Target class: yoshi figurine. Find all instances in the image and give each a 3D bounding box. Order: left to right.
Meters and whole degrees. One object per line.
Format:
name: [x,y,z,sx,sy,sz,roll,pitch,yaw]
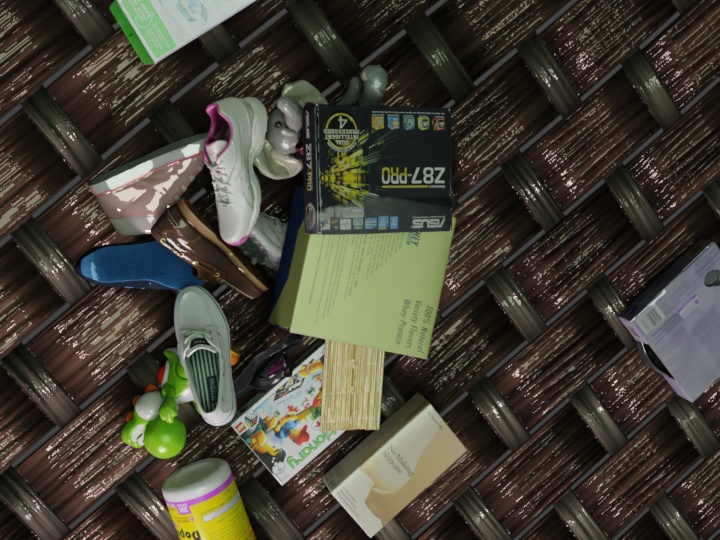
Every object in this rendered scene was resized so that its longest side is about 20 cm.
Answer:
yoshi figurine: [-0.250,0.187,1.626,0.112,0.112,0.200,41,90,-23]

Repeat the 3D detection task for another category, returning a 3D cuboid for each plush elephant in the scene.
plush elephant: [-0.063,-0.196,1.587,0.153,0.200,0.166,16,71,-4]

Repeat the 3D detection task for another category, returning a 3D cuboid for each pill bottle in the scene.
pill bottle: [-0.209,0.383,1.666,0.103,0.104,0.202,-21,103,-10]

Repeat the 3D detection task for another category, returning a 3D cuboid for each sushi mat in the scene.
sushi mat: [-0.009,0.139,1.691,0.095,0.012,0.203,2,96,-16]

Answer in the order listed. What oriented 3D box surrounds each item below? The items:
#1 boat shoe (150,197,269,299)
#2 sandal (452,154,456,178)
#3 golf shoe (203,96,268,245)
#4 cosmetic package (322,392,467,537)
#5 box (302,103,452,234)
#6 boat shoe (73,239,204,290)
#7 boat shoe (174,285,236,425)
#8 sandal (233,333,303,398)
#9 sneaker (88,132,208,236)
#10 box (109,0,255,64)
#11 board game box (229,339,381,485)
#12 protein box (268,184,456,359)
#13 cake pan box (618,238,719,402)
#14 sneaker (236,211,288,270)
boat shoe: [-0.209,-0.019,1.595,0.070,0.071,0.200,-42,125,4]
sandal: [0.064,-0.105,1.691,0.082,0.054,0.201,43,72,-16]
golf shoe: [-0.180,-0.135,1.543,0.091,0.075,0.203,-1,96,-51]
cosmetic package: [0.052,0.293,1.736,0.200,0.071,0.105,-42,106,-5]
box: [0.023,-0.128,1.464,0.198,0.049,0.163,-2,95,-27]
boat shoe: [-0.302,-0.014,1.595,0.198,0.068,0.085,9,82,-38]
boat shoe: [-0.209,0.107,1.549,0.073,0.067,0.202,-20,72,0]
sandal: [-0.127,0.144,1.612,0.075,0.200,0.048,-26,78,-37]
sneaker: [-0.265,-0.115,1.591,0.199,0.075,0.106,-25,106,-7]
box: [-0.228,-0.356,1.496,0.176,0.200,0.097,-33,106,-8]
board game box: [-0.083,0.206,1.707,0.200,0.035,0.127,-41,107,-5]
protein box: [0.000,0.000,1.574,0.198,0.135,0.201,12,90,-18]
cake pan box: [0.537,0.083,1.841,0.200,0.052,0.184,-43,104,-5]
sneaker: [-0.115,-0.046,1.653,0.199,0.075,0.082,38,63,-17]
